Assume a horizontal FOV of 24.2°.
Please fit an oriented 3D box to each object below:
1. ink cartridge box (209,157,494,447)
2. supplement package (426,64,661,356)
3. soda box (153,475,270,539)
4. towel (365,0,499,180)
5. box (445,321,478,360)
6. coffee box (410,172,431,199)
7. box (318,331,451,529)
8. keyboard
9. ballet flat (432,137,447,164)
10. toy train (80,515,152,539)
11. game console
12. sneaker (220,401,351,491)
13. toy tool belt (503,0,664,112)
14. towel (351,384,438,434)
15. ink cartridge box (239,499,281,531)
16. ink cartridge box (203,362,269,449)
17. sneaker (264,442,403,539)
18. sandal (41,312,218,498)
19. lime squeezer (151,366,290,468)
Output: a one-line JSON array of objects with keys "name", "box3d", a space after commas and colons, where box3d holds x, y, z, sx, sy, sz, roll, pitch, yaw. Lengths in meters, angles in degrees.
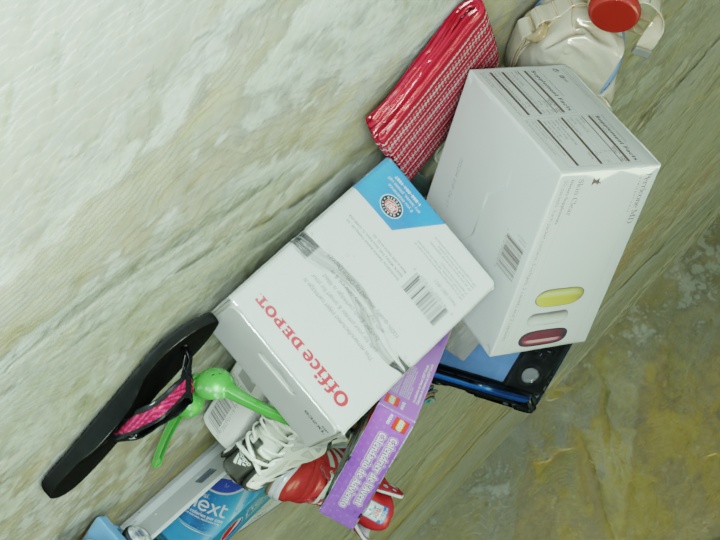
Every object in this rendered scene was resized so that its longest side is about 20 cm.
[{"name": "ink cartridge box", "box3d": [-0.009, 0.028, 1.414, 0.200, 0.145, 0.084, -42, -177, -26]}, {"name": "supplement package", "box3d": [0.149, -0.054, 1.480, 0.110, 0.156, 0.201, -8, 133, -30]}, {"name": "soda box", "box3d": [-0.132, 0.226, 1.772, 0.200, 0.064, 0.068, -44, 166, -23]}, {"name": "towel", "box3d": [0.066, -0.153, 1.451, 0.145, 0.022, 0.200, -51, 168, -1]}, {"name": "box", "box3d": [0.131, -0.013, 1.783, 0.159, 0.048, 0.200, -49, -164, 15]}, {"name": "coffee box", "box3d": [0.000, 0.000, 1.611, 0.123, 0.044, 0.201, -38, 163, -30]}, {"name": "box", "box3d": [0.029, 0.124, 1.531, 0.137, 0.039, 0.200, -63, 180, 32]}, {"name": "keyboard", "box3d": [-0.158, 0.205, 1.675, 0.200, 0.056, 0.011, -41, 120, -31]}, {"name": "ballet flat", "box3d": [0.095, -0.084, 1.612, 0.071, 0.070, 0.202, -18, 121, -65]}, {"name": "toy train", "box3d": [-0.268, 0.318, 1.558, 0.201, 0.087, 0.114, -53, 160, 17]}, {"name": "game console", "box3d": [0.102, 0.071, 1.798, 0.171, 0.199, 0.119, -56, 144, -28]}, {"name": "sneaker", "box3d": [-0.073, 0.156, 1.527, 0.115, 0.076, 0.201, -37, 165, -5]}, {"name": "toy tool belt", "box3d": [0.205, -0.229, 1.537, 0.200, 0.124, 0.124, 117, -13, -55]}, {"name": "towel", "box3d": [-0.021, 0.138, 1.750, 0.200, 0.145, 0.022, -17, 112, -65]}, {"name": "ink cartridge box", "box3d": [-0.061, 0.195, 1.962, 0.200, 0.043, 0.196, -53, 167, 26]}, {"name": "ink cartridge box", "box3d": [-0.041, 0.082, 1.604, 0.199, 0.050, 0.161, -26, 160, -38]}, {"name": "sneaker", "box3d": [-0.023, 0.232, 1.754, 0.071, 0.112, 0.200, -52, 166, 13]}, {"name": "sandal", "box3d": [-0.177, 0.118, 1.370, 0.200, 0.045, 0.075, -49, 166, 0]}, {"name": "lime squeezer", "box3d": [-0.134, 0.123, 1.492, 0.199, 0.071, 0.038, -21, -158, 42]}]
